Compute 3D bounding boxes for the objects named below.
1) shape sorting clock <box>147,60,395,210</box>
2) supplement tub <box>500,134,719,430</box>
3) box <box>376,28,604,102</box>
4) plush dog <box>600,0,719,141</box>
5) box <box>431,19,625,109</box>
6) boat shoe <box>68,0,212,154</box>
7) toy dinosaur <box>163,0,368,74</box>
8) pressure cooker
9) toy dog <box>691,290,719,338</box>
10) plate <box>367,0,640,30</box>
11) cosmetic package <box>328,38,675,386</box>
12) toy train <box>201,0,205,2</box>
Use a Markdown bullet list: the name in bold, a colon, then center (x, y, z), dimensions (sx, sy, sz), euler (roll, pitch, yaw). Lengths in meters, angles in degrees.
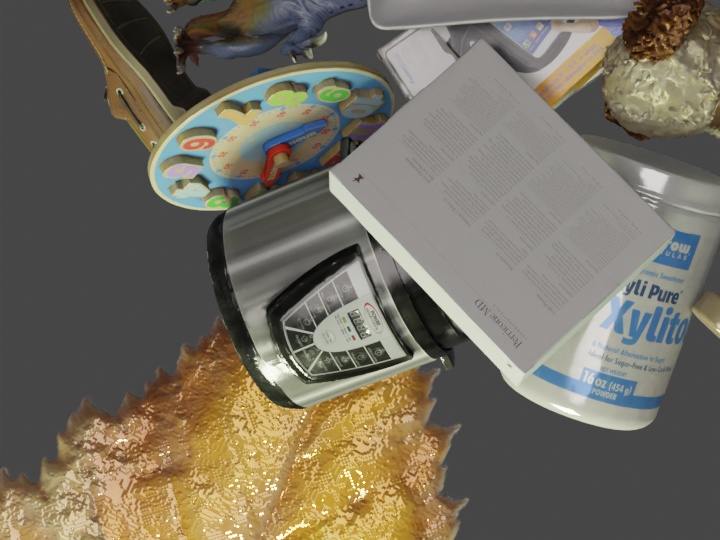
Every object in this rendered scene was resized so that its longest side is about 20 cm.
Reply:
- **shape sorting clock**: center (-0.066, -0.098, 1.267), dimensions (0.200, 0.200, 0.039), euler (-29, 71, 13)
- **supplement tub**: center (0.196, 0.009, 1.266), dimensions (0.132, 0.132, 0.201), euler (19, 103, 7)
- **box**: center (0.127, -0.180, 1.284), dimensions (0.200, 0.060, 0.117), euler (-34, 92, 13)
- **plush dog**: center (0.255, -0.141, 1.172), dimensions (0.171, 0.200, 0.161), euler (-6, 60, -6)
- **box**: center (0.103, -0.216, 1.231), dimensions (0.119, 0.041, 0.200), euler (-42, 87, 13)
- **boat shoe**: center (-0.180, -0.149, 1.336), dimensions (0.068, 0.072, 0.200), euler (-37, 88, 29)
- **toy dinosaur**: center (-0.059, -0.215, 1.256), dimensions (0.181, 0.200, 0.105), euler (-9, 100, 0)
- **pressure cooker**: center (0.000, -0.002, 1.278), dimensions (0.200, 0.176, 0.179), euler (-21, 71, 12)
- **toy dog**: center (0.346, 0.059, 1.229), dimensions (0.200, 0.096, 0.132), euler (20, 107, -23)
- **plate**: center (0.102, -0.274, 1.188), dimensions (0.199, 0.032, 0.200), euler (-2, 88, 3)
- **cosmetic package**: center (0.098, -0.042, 1.168), dimensions (0.151, 0.052, 0.200), euler (-41, 79, -12)
- **toy train**: center (-0.199, -0.264, 1.330), dimensions (0.200, 0.056, 0.042), euler (21, 102, 6)
